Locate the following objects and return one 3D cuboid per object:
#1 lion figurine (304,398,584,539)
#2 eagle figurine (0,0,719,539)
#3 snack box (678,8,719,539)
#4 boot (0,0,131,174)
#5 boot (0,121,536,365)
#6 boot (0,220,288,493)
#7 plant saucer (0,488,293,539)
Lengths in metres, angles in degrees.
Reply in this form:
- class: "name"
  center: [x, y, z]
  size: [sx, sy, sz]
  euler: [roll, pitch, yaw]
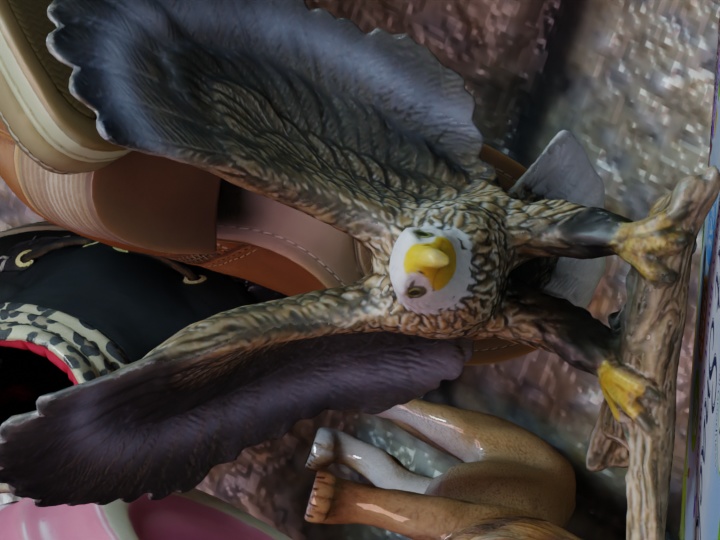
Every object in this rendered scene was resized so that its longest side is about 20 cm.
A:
- class: "lion figurine"
  center: [0.041, 0.085, 0.975]
  size: [0.122, 0.200, 0.073]
  euler: [15, 118, -2]
- class: "eagle figurine"
  center: [0.000, -0.003, 0.872]
  size: [0.199, 0.152, 0.151]
  euler: [8, 146, 1]
- class: "snack box"
  center: [0.135, 0.016, 0.878]
  size: [0.067, 0.169, 0.201]
  euler: [2, 107, 2]
- class: "boot"
  center: [-0.152, -0.083, 0.941]
  size: [0.155, 0.072, 0.200]
  euler: [-43, 67, 32]
- class: "boot"
  center: [-0.036, -0.027, 1.015]
  size: [0.155, 0.199, 0.077]
  euler: [27, 108, 62]
- class: "boot"
  center: [-0.125, 0.030, 1.047]
  size: [0.203, 0.154, 0.074]
  euler: [-3, 99, 32]
- class: "plant saucer"
  center: [-0.035, 0.128, 0.958]
  size: [0.200, 0.200, 0.051]
  euler: [38, 100, 17]
